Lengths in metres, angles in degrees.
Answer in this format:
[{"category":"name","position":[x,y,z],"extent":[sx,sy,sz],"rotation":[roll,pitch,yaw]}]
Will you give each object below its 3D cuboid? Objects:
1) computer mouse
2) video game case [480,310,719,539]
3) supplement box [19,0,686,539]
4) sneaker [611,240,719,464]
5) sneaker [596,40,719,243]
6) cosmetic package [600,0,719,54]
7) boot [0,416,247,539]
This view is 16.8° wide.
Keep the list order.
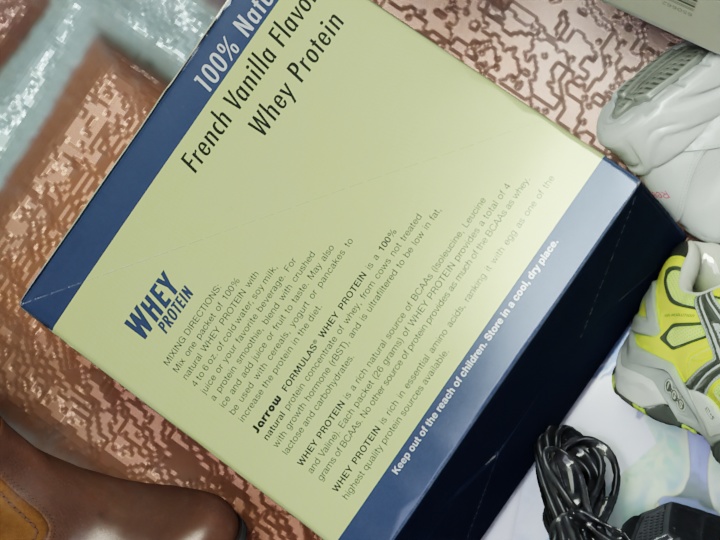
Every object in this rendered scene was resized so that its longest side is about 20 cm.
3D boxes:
[{"category":"computer mouse","position":[0.161,0.144,1.051],"extent":[0.200,0.139,0.053],"rotation":[20,114,-11]},{"category":"video game case","position":[0.152,0.082,1.121],"extent":[0.200,0.022,0.183],"rotation":[11,88,8]},{"category":"supplement box","position":[0.000,0.000,1.076],"extent":[0.200,0.134,0.200],"rotation":[35,91,19]},{"category":"sneaker","position":[0.176,0.042,1.018],"extent":[0.075,0.200,0.077],"rotation":[3,104,-34]},{"category":"sneaker","position":[0.207,-0.088,1.109],"extent":[0.200,0.078,0.099],"rotation":[-36,107,-2]},{"category":"cosmetic package","position":[0.172,-0.207,1.060],"extent":[0.087,0.103,0.200],"rotation":[25,65,7]},{"category":"boot","position":[-0.159,0.066,1.091],"extent":[0.188,0.069,0.200],"rotation":[1,129,17]}]
